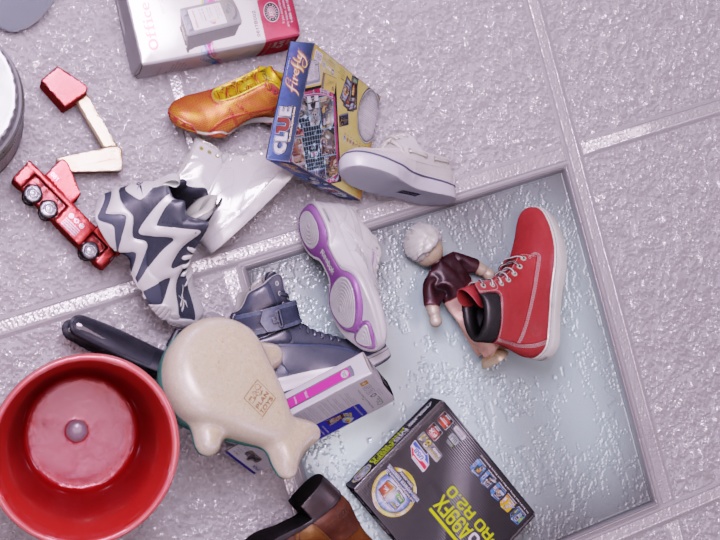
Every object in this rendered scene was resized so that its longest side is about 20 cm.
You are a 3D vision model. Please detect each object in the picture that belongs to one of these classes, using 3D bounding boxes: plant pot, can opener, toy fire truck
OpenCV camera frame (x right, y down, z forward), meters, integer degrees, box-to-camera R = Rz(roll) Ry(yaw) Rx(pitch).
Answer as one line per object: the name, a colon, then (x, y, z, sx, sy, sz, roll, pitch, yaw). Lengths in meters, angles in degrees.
plant pot: (-0.306, 0.186, 1.307, 0.197, 0.177, 0.205, 0, 90, -15)
can opener: (-0.253, 0.099, 1.387, 0.197, 0.063, 0.080, 20, 59, -21)
toy fire truck: (-0.325, -0.117, 1.380, 0.200, 0.049, 0.141, 46, 75, -12)

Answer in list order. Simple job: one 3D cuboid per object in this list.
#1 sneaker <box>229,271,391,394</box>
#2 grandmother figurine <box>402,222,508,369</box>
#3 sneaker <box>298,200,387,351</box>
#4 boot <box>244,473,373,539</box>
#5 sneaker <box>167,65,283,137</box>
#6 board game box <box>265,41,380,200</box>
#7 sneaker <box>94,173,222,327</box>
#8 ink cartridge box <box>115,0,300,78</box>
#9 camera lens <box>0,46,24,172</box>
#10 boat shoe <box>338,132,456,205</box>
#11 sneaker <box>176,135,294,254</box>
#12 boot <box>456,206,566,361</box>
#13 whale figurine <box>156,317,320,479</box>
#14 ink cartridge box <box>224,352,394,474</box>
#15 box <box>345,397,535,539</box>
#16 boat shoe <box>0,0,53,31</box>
sneaker: (-0.063, 0.067, 1.441, 0.199, 0.077, 0.149, -11, 84, -27)
grandmother figurine: (0.121, 0.027, 1.511, 0.201, 0.060, 0.121, 54, 48, -6)
sneaker: (0.000, 0.000, 1.436, 0.098, 0.075, 0.203, -5, 64, -39)
boot: (-0.050, 0.381, 1.455, 0.188, 0.068, 0.201, -45, 108, -21)
sneaker: (-0.136, -0.210, 1.419, 0.197, 0.078, 0.073, -14, 48, -24)
board game box: (-0.040, -0.171, 1.404, 0.034, 0.200, 0.138, 9, 84, 24)
sneaker: (-0.199, -0.029, 1.355, 0.128, 0.080, 0.201, -24, 119, 9)
ink cartridge box: (-0.185, -0.322, 1.410, 0.197, 0.085, 0.150, -15, 93, -18)
camera lens: (-0.439, -0.173, 1.267, 0.157, 0.200, 0.163, 1, 88, -16)
boat shoe: (0.047, -0.132, 1.457, 0.198, 0.070, 0.071, 11, 73, -44)
sneaker: (-0.144, -0.130, 1.424, 0.116, 0.074, 0.200, 47, 72, -7)
boot: (0.184, 0.001, 1.490, 0.143, 0.072, 0.204, 17, 65, -31)
whale figurine: (-0.140, 0.148, 1.334, 0.200, 0.103, 0.160, 42, 55, -11)
ink cartridge box: (-0.062, 0.172, 1.412, 0.198, 0.095, 0.037, -30, 59, 4)
box: (0.102, 0.289, 1.501, 0.160, 0.044, 0.201, -42, 100, -14)
boat shoe: (-0.372, -0.374, 1.362, 0.073, 0.068, 0.202, 14, 109, -27)
